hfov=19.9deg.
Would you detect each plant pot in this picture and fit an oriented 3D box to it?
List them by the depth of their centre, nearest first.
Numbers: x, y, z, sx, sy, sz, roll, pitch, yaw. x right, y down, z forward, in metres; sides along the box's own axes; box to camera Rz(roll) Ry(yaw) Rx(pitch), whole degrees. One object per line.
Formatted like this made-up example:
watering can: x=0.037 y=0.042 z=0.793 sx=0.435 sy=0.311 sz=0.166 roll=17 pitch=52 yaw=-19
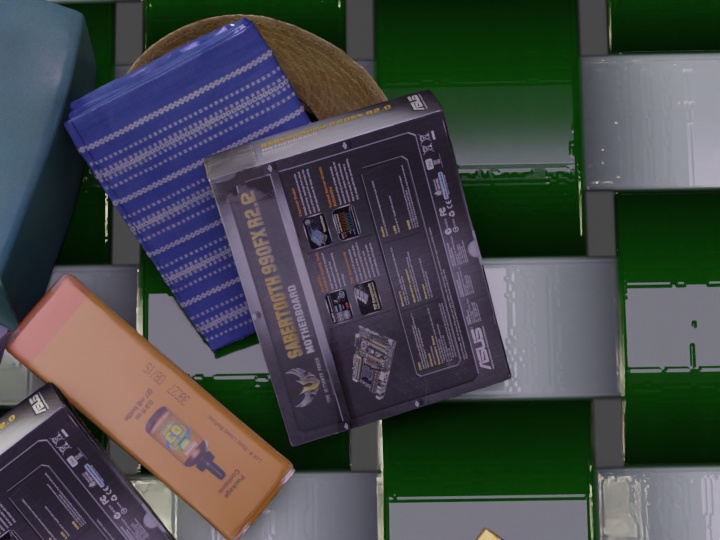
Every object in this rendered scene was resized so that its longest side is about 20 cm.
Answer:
plant pot: x=-0.260 y=-0.084 z=1.380 sx=0.140 sy=0.141 sz=0.201 roll=18 pitch=71 yaw=5

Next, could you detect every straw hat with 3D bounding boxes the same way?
straw hat: x=-0.069 y=-0.094 z=1.394 sx=0.200 sy=0.085 sz=0.202 roll=1 pitch=116 yaw=1

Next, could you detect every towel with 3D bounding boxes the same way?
towel: x=-0.088 y=-0.055 z=1.357 sx=0.144 sy=0.024 sz=0.201 roll=-26 pitch=114 yaw=10

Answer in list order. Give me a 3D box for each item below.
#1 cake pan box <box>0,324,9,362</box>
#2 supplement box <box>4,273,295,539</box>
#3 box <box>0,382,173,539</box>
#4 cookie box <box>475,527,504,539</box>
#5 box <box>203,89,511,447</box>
cake pan box: x=-0.336 y=0.080 z=1.330 sx=0.183 sy=0.052 sz=0.201 roll=24 pitch=119 yaw=6
supplement box: x=-0.139 y=0.091 z=1.350 sx=0.200 sy=0.069 sz=0.067 roll=41 pitch=81 yaw=-2
box: x=-0.198 y=0.197 z=1.300 sx=0.158 sy=0.048 sz=0.200 roll=-38 pitch=113 yaw=-6
cookie box: x=0.113 y=0.292 z=1.314 sx=0.199 sy=0.075 sz=0.172 roll=34 pitch=81 yaw=9
box: x=0.000 y=0.000 z=1.344 sx=0.157 sy=0.048 sz=0.201 roll=-17 pitch=112 yaw=-1
